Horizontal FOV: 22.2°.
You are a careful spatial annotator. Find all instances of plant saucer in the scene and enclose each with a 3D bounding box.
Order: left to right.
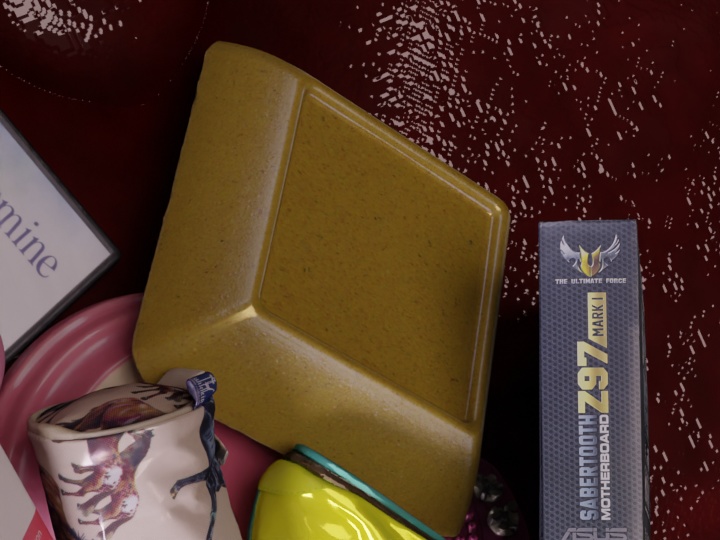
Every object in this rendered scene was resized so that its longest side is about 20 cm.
[{"bbox_3d":[-0.083,0.108,0.862,0.199,0.051,0.202,5,80,-32],"label":"plant saucer"},{"bbox_3d":[0.000,0.000,0.895,0.199,0.048,0.201,30,50,-27],"label":"plant saucer"}]

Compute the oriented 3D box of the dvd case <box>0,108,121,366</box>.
[{"bbox_3d":[-0.221,0.003,0.832,0.143,0.018,0.200,50,62,-11],"label":"dvd case"}]

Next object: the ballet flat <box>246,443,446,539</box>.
[{"bbox_3d":[0.035,0.152,0.846,0.199,0.067,0.067,29,77,-10],"label":"ballet flat"}]

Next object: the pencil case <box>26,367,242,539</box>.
[{"bbox_3d":[-0.076,0.144,0.781,0.089,0.078,0.201,-21,101,-39],"label":"pencil case"}]

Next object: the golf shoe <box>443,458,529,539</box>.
[{"bbox_3d":[0.044,0.190,0.917,0.075,0.092,0.201,7,54,-7],"label":"golf shoe"}]

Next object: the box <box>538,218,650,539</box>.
[{"bbox_3d":[0.117,0.073,0.906,0.051,0.200,0.159,-1,78,9],"label":"box"}]

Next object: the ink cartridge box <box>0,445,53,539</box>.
[{"bbox_3d":[-0.218,0.078,0.701,0.201,0.146,0.083,68,30,-28],"label":"ink cartridge box"}]

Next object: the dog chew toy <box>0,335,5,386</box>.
[{"bbox_3d":[-0.216,-0.011,0.762,0.124,0.124,0.201,-36,106,-29],"label":"dog chew toy"}]
